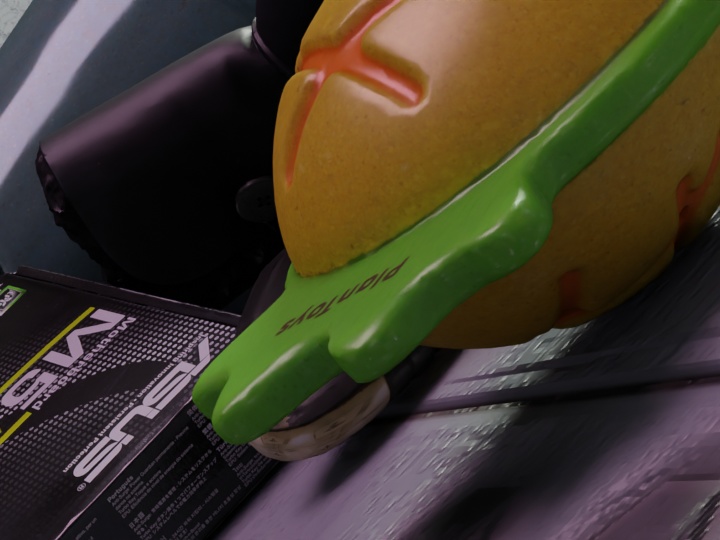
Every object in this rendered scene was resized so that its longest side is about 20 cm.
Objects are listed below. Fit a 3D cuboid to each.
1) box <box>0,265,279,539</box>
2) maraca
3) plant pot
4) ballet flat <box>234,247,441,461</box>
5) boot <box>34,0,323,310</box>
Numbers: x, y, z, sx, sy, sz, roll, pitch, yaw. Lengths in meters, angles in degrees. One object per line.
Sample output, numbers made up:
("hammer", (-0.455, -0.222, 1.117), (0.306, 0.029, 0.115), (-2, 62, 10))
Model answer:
("box", (-0.135, 0.086, 0.753), (0.200, 0.048, 0.193), (-45, 25, -20))
("maraca", (0.030, -0.029, 0.537), (0.137, 0.107, 0.200), (-33, 13, 45))
("plant pot", (-0.084, -0.057, 0.965), (0.196, 0.200, 0.200), (-52, 10, -9))
("ballet flat", (0.014, 0.001, 0.706), (0.066, 0.057, 0.200), (8, 34, 20))
("boot", (-0.042, -0.070, 0.784), (0.168, 0.200, 0.076), (-29, 51, 2))
